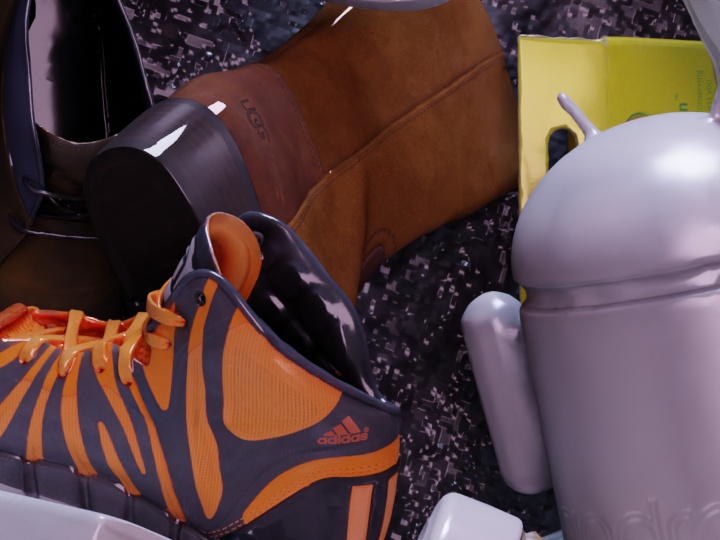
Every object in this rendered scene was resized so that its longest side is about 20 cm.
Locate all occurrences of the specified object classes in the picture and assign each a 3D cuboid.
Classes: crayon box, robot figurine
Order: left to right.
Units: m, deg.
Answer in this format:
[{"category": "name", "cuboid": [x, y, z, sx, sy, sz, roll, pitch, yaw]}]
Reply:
[{"category": "robot figurine", "cuboid": [0.115, 0.033, 0.953, 0.169, 0.113, 0.200, -9, 96, 27]}, {"category": "crayon box", "cuboid": [0.149, -0.020, 1.056, 0.200, 0.051, 0.127, 3, 80, -13]}]

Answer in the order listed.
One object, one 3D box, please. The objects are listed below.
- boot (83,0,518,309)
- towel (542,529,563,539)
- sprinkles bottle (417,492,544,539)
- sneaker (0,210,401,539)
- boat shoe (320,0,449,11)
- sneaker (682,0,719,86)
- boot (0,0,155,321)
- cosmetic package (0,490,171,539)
[{"category": "boot", "cuboid": [0.000, 0.000, 0.991, 0.200, 0.068, 0.189, -38, 106, -49]}, {"category": "towel", "cuboid": [0.080, 0.197, 1.009, 0.171, 0.048, 0.200, -20, 86, -16]}, {"category": "sprinkles bottle", "cuboid": [0.104, 0.139, 0.898, 0.200, 0.068, 0.068, 24, 77, 0]}, {"category": "sneaker", "cuboid": [-0.076, 0.022, 0.881, 0.200, 0.078, 0.112, 21, 119, 8]}, {"category": "boat shoe", "cuboid": [-0.047, -0.134, 0.992, 0.200, 0.066, 0.072, 15, 81, 15]}, {"category": "sneaker", "cuboid": [0.178, -0.055, 1.009, 0.074, 0.088, 0.200, -42, 117, -10]}, {"category": "boot", "cuboid": [-0.110, -0.014, 0.972, 0.075, 0.097, 0.200, -1, 82, -14]}, {"category": "cosmetic package", "cuboid": [-0.099, 0.178, 0.810, 0.165, 0.165, 0.200, 32, 74, -37]}]
